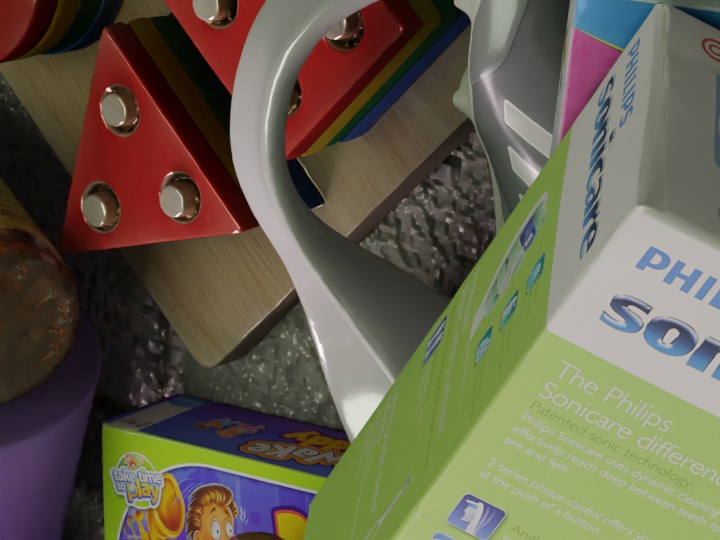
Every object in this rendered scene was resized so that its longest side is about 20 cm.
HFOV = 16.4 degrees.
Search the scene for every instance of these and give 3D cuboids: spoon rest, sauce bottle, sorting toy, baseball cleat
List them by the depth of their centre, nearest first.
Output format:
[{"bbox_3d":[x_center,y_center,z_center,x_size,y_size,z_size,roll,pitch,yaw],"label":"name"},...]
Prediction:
[{"bbox_3d":[0.082,-0.026,0.753,0.106,0.070,0.201,11,127,23],"label":"baseball cleat"},{"bbox_3d":[0.000,0.000,0.760,0.099,0.060,0.201,-138,34,-58],"label":"spoon rest"},{"bbox_3d":[-0.063,-0.094,0.845,0.199,0.069,0.200,-44,76,36],"label":"sorting toy"},{"bbox_3d":[-0.165,-0.026,0.907,0.200,0.066,0.066,44,128,49],"label":"sauce bottle"}]

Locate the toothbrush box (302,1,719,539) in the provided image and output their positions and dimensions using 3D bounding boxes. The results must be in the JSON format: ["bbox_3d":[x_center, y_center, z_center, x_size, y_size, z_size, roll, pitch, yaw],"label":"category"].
[{"bbox_3d":[0.085,0.057,0.627,0.145,0.086,0.200,25,129,-10],"label":"toothbrush box"}]

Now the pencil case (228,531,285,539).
[{"bbox_3d":[0.024,0.157,0.784,0.199,0.083,0.087,28,86,28],"label":"pencil case"}]

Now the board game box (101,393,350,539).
[{"bbox_3d":[-0.001,0.129,0.874,0.199,0.045,0.135,10,108,34],"label":"board game box"}]

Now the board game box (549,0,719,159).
[{"bbox_3d":[0.120,0.003,0.673,0.147,0.064,0.201,8,127,5],"label":"board game box"}]

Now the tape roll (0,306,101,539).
[{"bbox_3d":[-0.199,0.050,0.902,0.199,0.200,0.085,29,119,27],"label":"tape roll"}]
